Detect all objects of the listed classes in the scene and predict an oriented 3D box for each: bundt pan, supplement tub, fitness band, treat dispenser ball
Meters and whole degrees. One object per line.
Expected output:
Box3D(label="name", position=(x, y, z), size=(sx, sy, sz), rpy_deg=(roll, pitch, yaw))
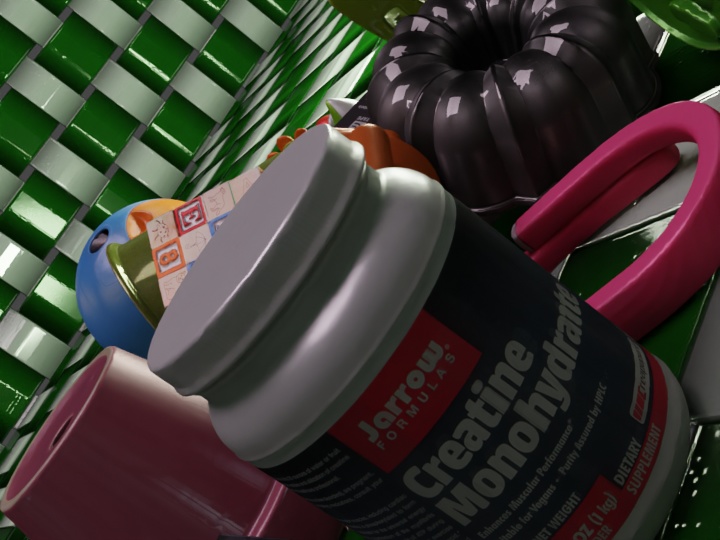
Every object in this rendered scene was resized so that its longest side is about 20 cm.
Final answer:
Box3D(label="bundt pan", position=(0.092, -0.134, 0.724), size=(0.202, 0.076, 0.202), rpy_deg=(-17, 42, 16))
Box3D(label="supplement tub", position=(0.026, 0.046, 0.467), size=(0.140, 0.200, 0.140), rpy_deg=(-48, 17, 19))
Box3D(label="fitness band", position=(0.128, -0.009, 0.597), size=(0.200, 0.037, 0.144), rpy_deg=(-45, 18, 33))
Box3D(label="treat dispenser ball", position=(-0.229, 0.017, 1.272), size=(0.201, 0.201, 0.201), rpy_deg=(-48, 16, 19))

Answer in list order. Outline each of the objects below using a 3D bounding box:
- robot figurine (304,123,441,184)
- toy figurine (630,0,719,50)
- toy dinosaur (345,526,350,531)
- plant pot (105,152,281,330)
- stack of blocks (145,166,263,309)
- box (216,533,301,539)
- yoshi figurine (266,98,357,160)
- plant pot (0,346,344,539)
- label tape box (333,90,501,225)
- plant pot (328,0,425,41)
Box3D(label="robot figurine", position=(-0.002, 0.000, 0.633), size=(0.144, 0.117, 0.200), rpy_deg=(-39, 35, 29))
Box3D(label="toy figurine", position=(0.239, -0.227, 0.601), size=(0.184, 0.150, 0.200), rpy_deg=(-41, 48, 2))
Box3D(label="toy dinosaur", position=(0.020, 0.103, 0.669), size=(0.106, 0.060, 0.200), rpy_deg=(-30, 13, -15))
Box3D(label="plant pot", position=(-0.107, -0.010, 1.057), size=(0.190, 0.200, 0.200), rpy_deg=(-41, 16, 1))
Box3D(label="stack of blocks", position=(-0.096, 0.030, 0.899), size=(0.115, 0.059, 0.200), rpy_deg=(-24, 63, 14))
Box3D(label="box", position=(-0.056, 0.226, 0.538), size=(0.143, 0.036, 0.200), rpy_deg=(-8, 42, 38))
Box3D(label="yoshi figurine", position=(-0.012, -0.109, 1.169), size=(0.200, 0.112, 0.112), rpy_deg=(-25, 70, 33))
Box3D(label="plant pot", position=(-0.131, 0.153, 0.739), size=(0.200, 0.179, 0.200), rpy_deg=(-47, 17, 20))
Box3D(label="label tape box", position=(0.019, -0.051, 0.791), size=(0.144, 0.063, 0.200), rpy_deg=(21, 62, 45))
Box3D(label="plant pot", position=(0.113, -0.288, 0.971), size=(0.199, 0.181, 0.200), rpy_deg=(-42, 19, 36))
